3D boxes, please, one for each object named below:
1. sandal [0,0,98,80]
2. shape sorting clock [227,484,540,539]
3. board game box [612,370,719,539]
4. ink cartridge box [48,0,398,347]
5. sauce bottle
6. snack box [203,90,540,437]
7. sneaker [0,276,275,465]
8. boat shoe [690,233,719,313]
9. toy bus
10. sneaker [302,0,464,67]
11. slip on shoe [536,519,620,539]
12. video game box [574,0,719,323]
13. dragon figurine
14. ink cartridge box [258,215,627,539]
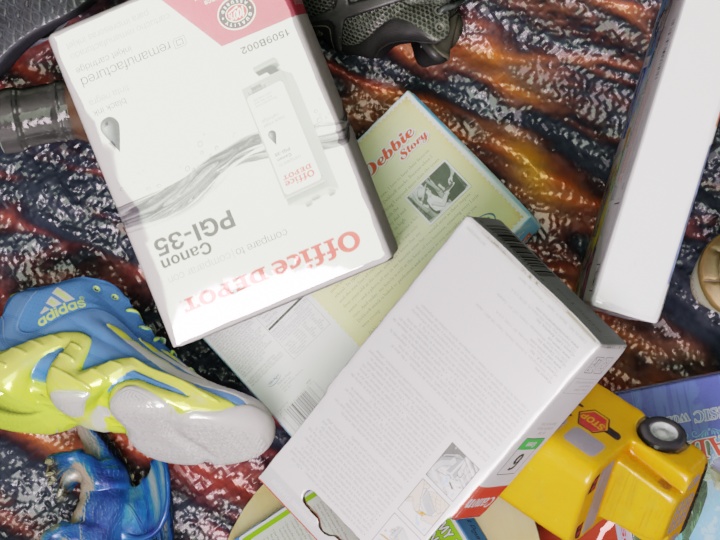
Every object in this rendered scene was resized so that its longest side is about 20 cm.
[{"bbox_3d":[-0.219,-0.165,1.694,0.200,0.043,0.076,-41,80,11],"label":"sandal"},{"bbox_3d":[0.011,0.184,1.587,0.199,0.039,0.201,-9,61,16],"label":"shape sorting clock"},{"bbox_3d":[0.255,0.155,1.638,0.199,0.041,0.201,-11,88,-9],"label":"board game box"},{"bbox_3d":[-0.078,-0.073,1.599,0.146,0.083,0.201,-22,93,4],"label":"ink cartridge box"},{"bbox_3d":[-0.128,-0.109,1.671,0.199,0.065,0.065,-11,88,1],"label":"sauce bottle"},{"bbox_3d":[0.000,0.000,1.663,0.200,0.037,0.116,-44,72,2],"label":"snack box"},{"bbox_3d":[-0.141,0.052,1.639,0.199,0.076,0.106,10,59,9],"label":"sneaker"},{"bbox_3d":[0.290,-0.024,1.646,0.199,0.066,0.075,-16,87,-10],"label":"boat shoe"},{"bbox_3d":[0.101,0.093,1.578,0.199,0.078,0.065,33,130,22],"label":"toy bus"},{"bbox_3d":[0.053,-0.202,1.660,0.199,0.076,0.114,-41,89,5],"label":"sneaker"},{"bbox_3d":[0.092,0.129,1.657,0.199,0.061,0.074,32,89,2],"label":"slip on shoe"},{"bbox_3d":[0.177,-0.069,1.595,0.047,0.182,0.201,17,90,-1],"label":"video game box"},{"bbox_3d":[-0.143,0.145,1.662,0.099,0.059,0.201,1,60,4],"label":"dragon figurine"},{"bbox_3d":[0.045,0.079,1.529,0.109,0.050,0.200,45,106,20],"label":"ink cartridge box"}]
